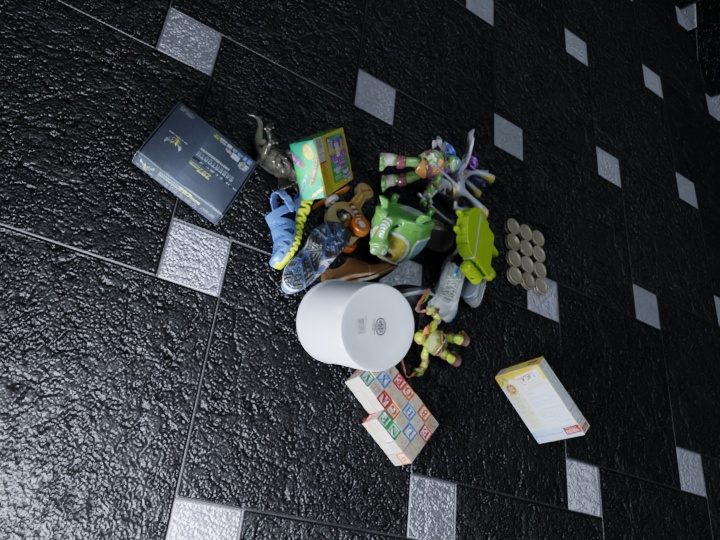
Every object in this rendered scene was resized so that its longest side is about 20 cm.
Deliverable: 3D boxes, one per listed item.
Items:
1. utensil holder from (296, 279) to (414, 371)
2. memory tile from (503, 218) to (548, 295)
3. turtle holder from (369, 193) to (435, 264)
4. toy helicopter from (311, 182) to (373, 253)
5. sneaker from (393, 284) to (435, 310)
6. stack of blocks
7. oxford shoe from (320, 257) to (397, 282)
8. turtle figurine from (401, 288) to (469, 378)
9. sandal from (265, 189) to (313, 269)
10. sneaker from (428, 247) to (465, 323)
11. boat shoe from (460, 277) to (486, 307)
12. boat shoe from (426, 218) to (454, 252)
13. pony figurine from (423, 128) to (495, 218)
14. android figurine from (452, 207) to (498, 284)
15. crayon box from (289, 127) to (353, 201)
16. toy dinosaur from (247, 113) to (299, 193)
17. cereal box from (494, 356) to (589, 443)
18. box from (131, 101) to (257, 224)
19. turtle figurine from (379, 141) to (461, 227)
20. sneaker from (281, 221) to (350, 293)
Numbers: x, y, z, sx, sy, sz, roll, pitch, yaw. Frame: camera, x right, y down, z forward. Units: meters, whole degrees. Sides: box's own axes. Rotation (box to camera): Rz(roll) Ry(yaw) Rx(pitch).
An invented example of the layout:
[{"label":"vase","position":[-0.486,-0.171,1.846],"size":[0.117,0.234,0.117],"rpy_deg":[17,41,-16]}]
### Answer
[{"label":"utensil holder","position":[-0.010,0.103,1.206],"size":[0.168,0.199,0.173],"rpy_deg":[1,89,-28]},{"label":"memory tile","position":[0.459,-0.038,1.745],"size":[0.152,0.017,0.203],"rpy_deg":[19,61,-28]},{"label":"turtle holder","position":[0.088,-0.080,1.381],"size":[0.139,0.133,0.186],"rpy_deg":[17,19,-8]},{"label":"toy helicopter","position":[-0.027,-0.144,1.427],"size":[0.132,0.079,0.201],"rpy_deg":[37,43,-6]},{"label":"sneaker","position":[0.086,0.079,1.414],"size":[0.198,0.071,0.084],"rpy_deg":[-6,98,-36]},{"label":"stack of blocks","position":[0.059,0.284,1.295],"size":[0.201,0.058,0.115],"rpy_deg":[53,51,-5]},{"label":"oxford shoe","position":[0.000,0.000,1.372],"size":[0.198,0.071,0.072],"rpy_deg":[-16,76,-37]},{"label":"turtle figurine","position":[0.175,0.152,1.404],"size":[0.160,0.064,0.203],"rpy_deg":[18,81,-37]},{"label":"sandal","position":[-0.161,-0.091,1.298],"size":[0.086,0.079,0.202],"rpy_deg":[26,49,-20]},{"label":"sneaker","position":[0.212,0.027,1.482],"size":[0.074,0.087,0.202],"rpy_deg":[16,62,2]},{"label":"boat shoe","position":[0.284,0.000,1.581],"size":[0.065,0.073,0.202],"rpy_deg":[50,46,-43]},{"label":"boat shoe","position":[0.130,-0.105,1.517],"size":[0.198,0.076,0.072],"rpy_deg":[23,25,-15]},{"label":"pony figurine","position":[0.254,-0.245,1.614],"size":[0.198,0.166,0.196],"rpy_deg":[22,75,-31]},{"label":"android figurine","position":[0.271,-0.064,1.482],"size":[0.200,0.041,0.184],"rpy_deg":[42,50,-43]},{"label":"crayon box","position":[-0.079,-0.232,1.345],"size":[0.200,0.057,0.121],"rpy_deg":[-49,130,-65]},{"label":"toy dinosaur","position":[-0.188,-0.244,1.335],"size":[0.200,0.102,0.077],"rpy_deg":[42,45,-2]},{"label":"cereal box","position":[0.429,0.311,1.491],"size":[0.039,0.143,0.201],"rpy_deg":[-37,94,-40]},{"label":"box","position":[-0.324,-0.214,1.247],"size":[0.199,0.051,0.159],"rpy_deg":[38,54,-16]},{"label":"turtle figurine","position":[0.141,-0.215,1.474],"size":[0.191,0.144,0.203],"rpy_deg":[-1,79,7]},{"label":"sneaker","position":[-0.097,-0.029,1.296],"size":[0.076,0.077,0.200],"rpy_deg":[46,60,0]}]
